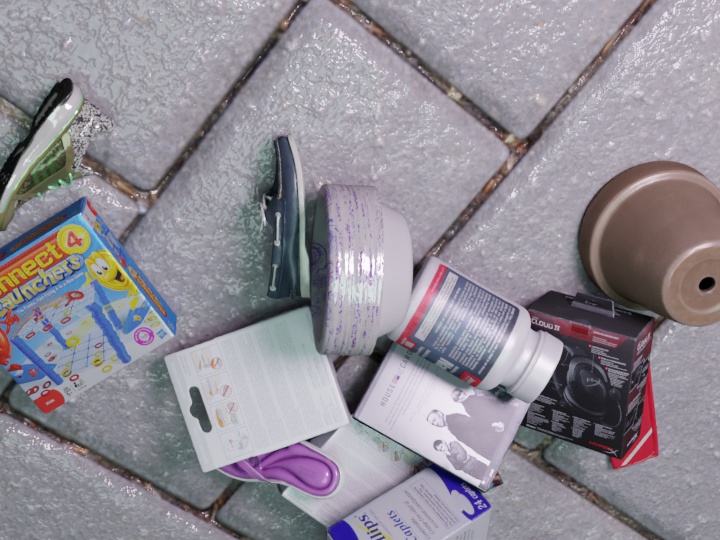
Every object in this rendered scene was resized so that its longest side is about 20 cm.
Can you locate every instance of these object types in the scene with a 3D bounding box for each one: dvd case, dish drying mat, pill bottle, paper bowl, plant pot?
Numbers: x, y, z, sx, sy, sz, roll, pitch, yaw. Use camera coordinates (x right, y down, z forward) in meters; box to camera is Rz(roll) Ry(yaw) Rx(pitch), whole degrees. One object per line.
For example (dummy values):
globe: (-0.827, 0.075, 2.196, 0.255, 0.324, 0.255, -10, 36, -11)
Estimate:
dvd case: (0.110, 0.174, 1.319, 0.199, 0.025, 0.151, 29, 78, 1)
dish drying mat: (0.383, 0.193, 1.445, 0.076, 0.018, 0.201, -14, 116, -2)
pill bottle: (0.145, 0.080, 1.269, 0.199, 0.120, 0.120, 30, 107, 0)
paper bowl: (0.000, 0.000, 1.194, 0.104, 0.201, 0.202, 1, 114, -10)
plant pot: (0.394, -0.016, 1.269, 0.199, 0.175, 0.201, -3, 115, -7)

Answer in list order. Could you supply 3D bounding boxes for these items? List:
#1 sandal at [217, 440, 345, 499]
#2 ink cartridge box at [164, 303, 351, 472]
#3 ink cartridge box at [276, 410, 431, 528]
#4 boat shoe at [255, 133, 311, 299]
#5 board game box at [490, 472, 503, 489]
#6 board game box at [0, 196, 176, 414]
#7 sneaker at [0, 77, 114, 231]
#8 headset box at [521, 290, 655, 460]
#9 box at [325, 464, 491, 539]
sandal: (-0.116, 0.243, 1.324, 0.202, 0.050, 0.083, 10, 82, 18)
ink cartridge box: (-0.130, 0.150, 1.295, 0.199, 0.047, 0.161, -19, 91, 2)
ink cartridge box: (0.008, 0.264, 1.379, 0.162, 0.050, 0.200, 40, 91, -21)
boat shoe: (-0.094, -0.063, 1.218, 0.061, 0.075, 0.201, -4, 108, -1)
board game box: (0.087, 0.287, 1.432, 0.199, 0.029, 0.135, -24, 114, 2)
board game box: (-0.361, 0.046, 1.235, 0.199, 0.056, 0.196, -31, 115, 5)
sneaker: (-0.352, -0.116, 1.160, 0.088, 0.077, 0.200, 29, 109, -29)
headset box: (0.296, 0.126, 1.328, 0.148, 0.077, 0.201, 15, 117, 31)
box: (0.062, 0.378, 1.346, 0.199, 0.105, 0.185, -26, 139, -25)
